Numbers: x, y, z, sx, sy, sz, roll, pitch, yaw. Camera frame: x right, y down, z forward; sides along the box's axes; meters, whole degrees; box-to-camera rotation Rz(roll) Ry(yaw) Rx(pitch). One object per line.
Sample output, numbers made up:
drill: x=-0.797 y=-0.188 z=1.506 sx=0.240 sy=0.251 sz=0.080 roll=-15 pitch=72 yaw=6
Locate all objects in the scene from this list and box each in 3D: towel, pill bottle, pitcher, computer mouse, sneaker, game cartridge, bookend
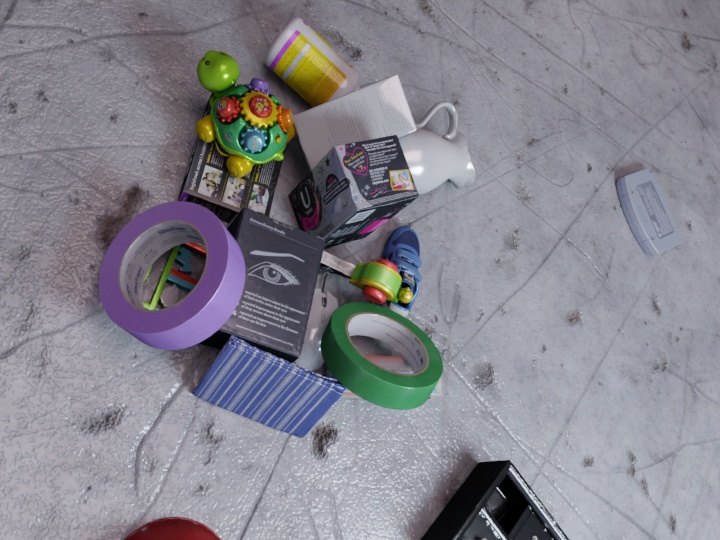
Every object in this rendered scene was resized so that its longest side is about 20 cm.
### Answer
towel: x=-0.137 y=0.180 z=1.051 sx=0.198 sy=0.145 sz=0.024 roll=26 pitch=36 yaw=-19
pill bottle: x=-0.072 y=-0.355 z=1.275 sx=0.199 sy=0.104 sz=0.105 roll=40 pitch=59 yaw=-12
pitcher: x=0.121 y=-0.234 z=1.330 sx=0.197 sy=0.120 sz=0.175 roll=-11 pitch=93 yaw=-37
computer mouse: x=-0.065 y=0.068 z=1.177 sx=0.108 sy=0.044 sz=0.204 roll=20 pitch=65 yaw=-23
sneaker: x=0.077 y=0.007 z=1.254 sx=0.073 sy=0.082 sz=0.203 roll=22 pitch=63 yaw=-18
game cartridge: x=0.689 y=-0.140 z=1.671 sx=0.132 sy=0.040 sz=0.203 roll=-17 pitch=83 yaw=-36
bookend: x=0.232 y=0.468 z=1.183 sx=0.199 sy=0.092 sz=0.200 roll=-40 pitch=95 yaw=-31

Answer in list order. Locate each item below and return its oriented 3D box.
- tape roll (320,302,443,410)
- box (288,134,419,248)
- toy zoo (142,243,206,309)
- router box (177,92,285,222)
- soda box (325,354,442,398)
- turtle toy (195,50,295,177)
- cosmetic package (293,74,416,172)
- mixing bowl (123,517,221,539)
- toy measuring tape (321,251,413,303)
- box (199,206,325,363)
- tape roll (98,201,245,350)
tape roll: x=0.035 y=0.132 z=1.110 sx=0.197 sy=0.049 sz=0.201 roll=21 pitch=27 yaw=-11
box: x=-0.018 y=-0.128 z=1.174 sx=0.130 sy=0.200 sz=0.117 roll=-15 pitch=79 yaw=-32
toy zoo: x=-0.254 y=0.030 z=1.097 sx=0.197 sy=0.020 sz=0.133 roll=26 pitch=63 yaw=-20
router box: x=-0.208 y=-0.184 z=1.174 sx=0.147 sy=0.051 sz=0.204 roll=20 pitch=65 yaw=-20
soda box: x=0.040 y=0.183 z=1.183 sx=0.196 sy=0.068 sz=0.065 roll=8 pitch=70 yaw=-26
turtle toy: x=-0.189 y=-0.258 z=1.119 sx=0.201 sy=0.101 sz=0.146 roll=48 pitch=57 yaw=-4
cosmetic package: x=-0.013 y=-0.253 z=1.214 sx=0.197 sy=0.071 sz=0.103 roll=-21 pitch=98 yaw=-2
mixing bowl: x=-0.242 y=0.435 z=0.922 sx=0.197 sy=0.108 sz=0.204 roll=10 pitch=70 yaw=-27
toy measuring tape: x=0.000 y=0.000 z=1.155 sx=0.197 sy=0.074 sz=0.074 roll=27 pitch=62 yaw=-1
box: x=-0.154 y=0.029 z=1.080 sx=0.146 sy=0.104 sz=0.203 roll=22 pitch=64 yaw=-21
tape roll: x=-0.266 y=0.006 z=0.988 sx=0.196 sy=0.066 sz=0.204 roll=-6 pitch=64 yaw=13
